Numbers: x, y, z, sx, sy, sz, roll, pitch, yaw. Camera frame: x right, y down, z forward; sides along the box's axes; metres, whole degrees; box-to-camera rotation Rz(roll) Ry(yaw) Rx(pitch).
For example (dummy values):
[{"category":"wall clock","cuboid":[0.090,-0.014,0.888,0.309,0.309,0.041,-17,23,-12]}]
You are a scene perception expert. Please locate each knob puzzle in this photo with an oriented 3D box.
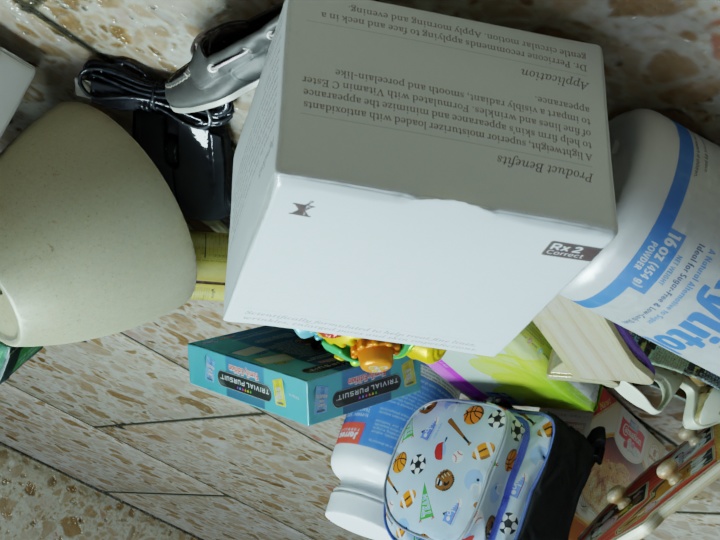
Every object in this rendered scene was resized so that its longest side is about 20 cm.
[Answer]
[{"category":"knob puzzle","cuboid":[0.258,0.198,1.073,0.031,0.219,0.220,49,158,6]}]

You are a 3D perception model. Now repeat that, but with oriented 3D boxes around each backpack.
[{"category":"backpack","cuboid":[0.107,0.211,1.125,0.154,0.201,0.190,37,159,-27]}]

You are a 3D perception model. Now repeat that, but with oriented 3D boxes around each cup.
[{"category":"cup","cuboid":[-0.253,-0.018,0.972,0.200,0.143,0.201,31,141,29]}]

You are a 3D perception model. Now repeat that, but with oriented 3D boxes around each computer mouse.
[{"category":"computer mouse","cuboid":[-0.157,-0.094,1.001,0.137,0.053,0.200,14,156,16]}]

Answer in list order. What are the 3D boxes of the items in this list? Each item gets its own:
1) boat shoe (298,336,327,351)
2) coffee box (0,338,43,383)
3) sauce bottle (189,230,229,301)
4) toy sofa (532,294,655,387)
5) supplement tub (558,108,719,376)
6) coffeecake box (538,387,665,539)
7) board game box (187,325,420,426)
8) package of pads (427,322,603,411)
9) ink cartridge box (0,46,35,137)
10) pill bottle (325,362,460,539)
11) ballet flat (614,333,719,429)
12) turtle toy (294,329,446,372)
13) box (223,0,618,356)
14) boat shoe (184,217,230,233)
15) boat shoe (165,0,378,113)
[{"category":"boat shoe","cuboid":[-0.037,0.043,1.179,0.198,0.073,0.072,10,155,25]},{"category":"coffee box","cuboid":[-0.380,0.029,1.025,0.199,0.044,0.123,24,-167,-2]},{"category":"sauce bottle","cuboid":[-0.096,0.000,1.089,0.198,0.067,0.066,6,160,-12]},{"category":"toy sofa","cuboid":[0.167,0.011,0.917,0.097,0.083,0.200,0,150,33]},{"category":"supplement tub","cuboid":[0.230,-0.006,0.761,0.199,0.133,0.132,26,157,-11]},{"category":"coffeecake box","cuboid":[0.232,0.241,1.223,0.073,0.201,0.153,-1,149,43]},{"category":"board game box","cuboid":[-0.060,0.100,1.210,0.150,0.047,0.199,-12,-164,-40]},{"category":"package of pads","cuboid":[0.123,0.061,1.086,0.154,0.069,0.200,-2,149,44]},{"category":"ink cartridge box","cuboid":[-0.391,-0.125,0.996,0.145,0.148,0.200,31,160,-23]},{"category":"pill bottle","cuboid":[0.033,0.180,1.259,0.111,0.201,0.112,17,157,8]},{"category":"ballet flat","cuboid":[0.282,0.103,1.042,0.199,0.075,0.074,23,158,-5]},{"category":"turtle toy","cuboid":[0.000,0.000,0.972,0.145,0.101,0.201,24,126,28]},{"category":"box","cuboid":[0.027,-0.050,0.732,0.197,0.132,0.200,9,153,-13]},{"category":"boat shoe","cuboid":[-0.211,-0.055,1.108,0.199,0.074,0.075,32,155,-24]},{"category":"boat shoe","cuboid":[-0.068,-0.156,0.784,0.199,0.067,0.057,-8,125,41]}]
